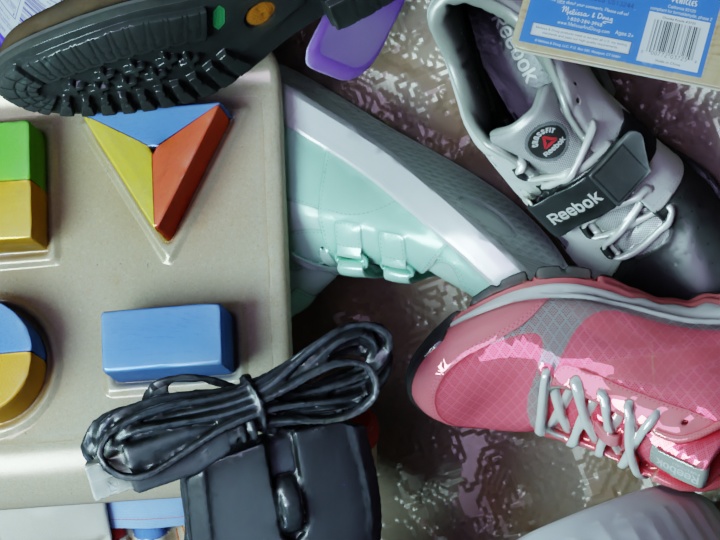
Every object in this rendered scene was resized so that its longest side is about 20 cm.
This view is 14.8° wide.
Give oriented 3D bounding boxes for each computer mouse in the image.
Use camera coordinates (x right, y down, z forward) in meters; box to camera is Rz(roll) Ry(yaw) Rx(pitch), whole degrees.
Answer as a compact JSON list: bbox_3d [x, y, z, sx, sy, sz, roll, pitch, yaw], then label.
[{"bbox_3d":[-0.038,0.114,1.181,0.138,0.201,0.053,-20,52,-11],"label":"computer mouse"}]

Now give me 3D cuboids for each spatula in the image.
[{"bbox_3d":[0.044,-0.167,1.217,0.200,0.056,0.021,-50,62,13],"label":"spatula"}]

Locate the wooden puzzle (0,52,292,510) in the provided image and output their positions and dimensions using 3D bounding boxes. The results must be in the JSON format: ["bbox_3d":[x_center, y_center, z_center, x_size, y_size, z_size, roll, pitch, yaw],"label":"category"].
[{"bbox_3d":[-0.124,0.001,1.217,0.184,0.046,0.202,-5,82,8],"label":"wooden puzzle"}]

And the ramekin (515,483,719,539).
[{"bbox_3d":[0.087,0.167,1.189,0.202,0.202,0.095,-31,76,25],"label":"ramekin"}]

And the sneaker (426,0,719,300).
[{"bbox_3d":[0.091,-0.046,1.200,0.074,0.088,0.200,-41,85,23],"label":"sneaker"}]

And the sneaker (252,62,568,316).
[{"bbox_3d":[0.000,0.000,1.253,0.200,0.074,0.119,34,105,24],"label":"sneaker"}]

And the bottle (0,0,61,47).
[{"bbox_3d":[-0.122,-0.170,1.228,0.084,0.065,0.201,53,142,26],"label":"bottle"}]

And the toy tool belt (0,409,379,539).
[{"bbox_3d":[-0.088,0.117,1.300,0.198,0.125,0.124,2,121,7],"label":"toy tool belt"}]

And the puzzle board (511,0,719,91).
[{"bbox_3d":[0.175,-0.143,1.151,0.199,0.017,0.152,12,79,18],"label":"puzzle board"}]

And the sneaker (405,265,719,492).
[{"bbox_3d":[0.119,0.052,1.164,0.198,0.087,0.074,-2,135,-1],"label":"sneaker"}]

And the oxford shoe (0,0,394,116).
[{"bbox_3d":[-0.069,-0.128,1.190,0.199,0.073,0.085,-23,59,3],"label":"oxford shoe"}]
